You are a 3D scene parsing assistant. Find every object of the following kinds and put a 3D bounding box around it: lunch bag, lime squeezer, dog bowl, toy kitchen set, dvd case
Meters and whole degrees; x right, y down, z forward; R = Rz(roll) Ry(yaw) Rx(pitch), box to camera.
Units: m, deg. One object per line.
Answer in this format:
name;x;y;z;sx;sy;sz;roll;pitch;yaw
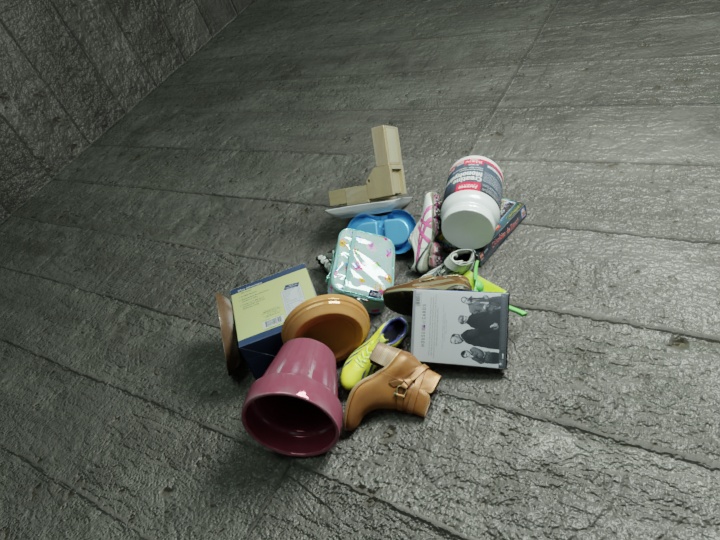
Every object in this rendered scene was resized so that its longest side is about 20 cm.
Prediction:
lunch bag;0.000;0.000;1.412;0.158;0.077;0.202;15;54;-11
lime squeezer;0.271;0.040;1.256;0.070;0.038;0.201;-27;40;-4
dog bowl;0.060;-0.095;1.527;0.197;0.049;0.113;-6;88;21
toy kitchen set;0.030;-0.277;1.590;0.198;0.184;0.162;-6;5;32
dvd case;0.201;0.117;1.198;0.197;0.025;0.153;2;86;21

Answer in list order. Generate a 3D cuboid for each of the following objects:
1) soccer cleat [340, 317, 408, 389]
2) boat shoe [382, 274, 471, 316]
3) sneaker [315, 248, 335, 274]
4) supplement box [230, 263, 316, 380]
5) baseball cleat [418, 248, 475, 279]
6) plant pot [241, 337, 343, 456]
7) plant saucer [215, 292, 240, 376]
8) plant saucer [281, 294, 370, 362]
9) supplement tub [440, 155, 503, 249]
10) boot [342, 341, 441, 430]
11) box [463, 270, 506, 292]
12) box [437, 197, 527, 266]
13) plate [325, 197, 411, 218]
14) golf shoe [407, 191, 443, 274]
soccer cleat;0.029;0.173;1.267;0.065;0.084;0.200;42;69;12
boat shoe;0.149;0.049;1.289;0.197;0.076;0.074;-3;36;16
sneaker;-0.040;-0.004;1.506;0.090;0.067;0.200;-36;40;-6
supplement box;-0.186;0.122;1.383;0.197;0.135;0.201;-20;40;-4
baseball cleat;0.182;0.011;1.347;0.199;0.107;0.070;-39;70;-13
plant pot;-0.125;0.247;1.197;0.197;0.202;0.180;-9;37;18
plant saucer;-0.315;0.150;1.402;0.036;0.203;0.201;-9;39;-12
plant saucer;-0.073;0.139;1.272;0.198;0.201;0.038;-23;41;3
supplement tub;0.268;-0.165;1.402;0.138;0.141;0.202;-4;45;23
boot;0.061;0.261;1.181;0.153;0.074;0.202;26;86;15
box;0.216;0.097;1.289;0.199;0.048;0.122;-40;42;-17
box;0.303;-0.109;1.463;0.200;0.038;0.136;-44;44;-20
plate;0.028;-0.170;1.608;0.197;0.033;0.200;-7;6;20
golf shoe;0.156;-0.094;1.432;0.091;0.072;0.204;2;85;26
